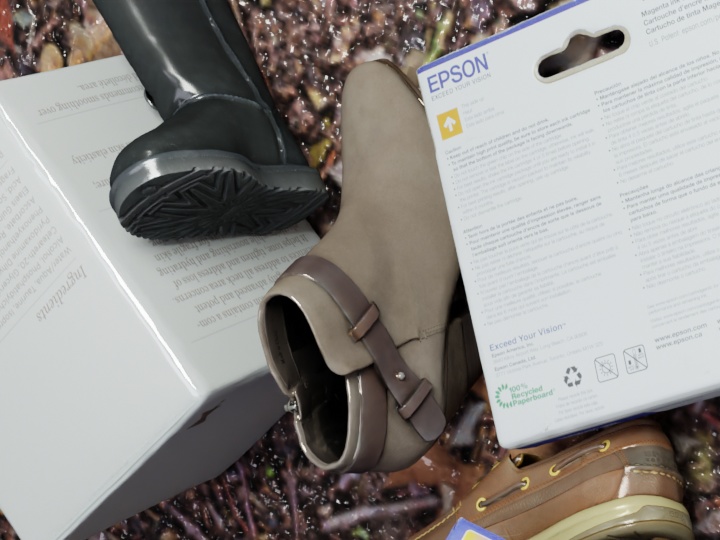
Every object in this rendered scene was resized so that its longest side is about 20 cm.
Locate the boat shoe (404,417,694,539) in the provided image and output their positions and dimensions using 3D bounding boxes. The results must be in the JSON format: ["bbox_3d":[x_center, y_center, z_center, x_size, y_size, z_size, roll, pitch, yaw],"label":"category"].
[{"bbox_3d":[0.089,0.131,1.065,0.199,0.072,0.068,-26,54,43],"label":"boat shoe"}]

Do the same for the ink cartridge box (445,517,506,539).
[{"bbox_3d":[0.090,0.204,0.998,0.136,0.077,0.201,25,155,17],"label":"ink cartridge box"}]

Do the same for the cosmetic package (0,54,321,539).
[{"bbox_3d":[-0.136,0.013,1.116,0.166,0.167,0.201,-43,77,33],"label":"cosmetic package"}]

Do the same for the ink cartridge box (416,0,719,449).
[{"bbox_3d":[0.133,-0.033,0.991,0.195,0.043,0.202,-19,77,36],"label":"ink cartridge box"}]

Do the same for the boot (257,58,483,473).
[{"bbox_3d":[0.000,0.000,1.033,0.070,0.146,0.202,-19,91,37],"label":"boot"}]

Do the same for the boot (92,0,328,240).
[{"bbox_3d":[-0.109,-0.117,1.053,0.065,0.165,0.201,-30,75,21],"label":"boot"}]
